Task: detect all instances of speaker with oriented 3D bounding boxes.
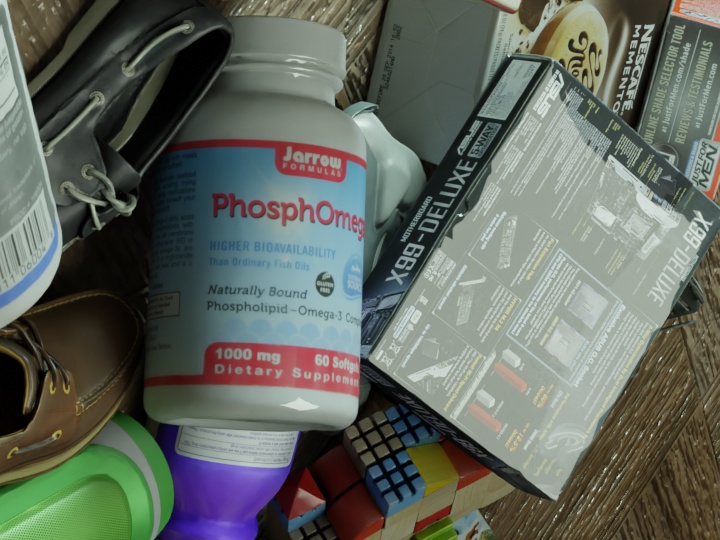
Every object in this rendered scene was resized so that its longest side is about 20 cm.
[{"bbox_3d":[-0.183,0.137,1.120,0.200,0.088,0.089,-29,132,-46],"label":"speaker"}]

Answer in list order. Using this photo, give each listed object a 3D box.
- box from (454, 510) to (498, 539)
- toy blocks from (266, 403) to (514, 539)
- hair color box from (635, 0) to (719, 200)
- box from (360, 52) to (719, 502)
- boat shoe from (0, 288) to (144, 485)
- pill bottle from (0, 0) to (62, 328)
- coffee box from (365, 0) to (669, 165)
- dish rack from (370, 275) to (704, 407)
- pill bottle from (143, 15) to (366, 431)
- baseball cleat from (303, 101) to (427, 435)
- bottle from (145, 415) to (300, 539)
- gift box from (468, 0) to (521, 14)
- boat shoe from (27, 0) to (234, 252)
[{"bbox_3d":[0.030,0.208,1.539,0.137,0.038,0.200,-57,148,-16],"label":"box"},{"bbox_3d":[0.022,0.123,1.358,0.200,0.100,0.137,-27,161,-13],"label":"toy blocks"},{"bbox_3d":[0.222,-0.122,1.522,0.200,0.064,0.111,-50,155,-73],"label":"hair color box"},{"bbox_3d":[0.097,0.004,1.286,0.158,0.050,0.200,37,79,-29],"label":"box"},{"bbox_3d":[-0.165,0.059,1.082,0.200,0.072,0.068,-34,168,-48],"label":"boat shoe"},{"bbox_3d":[-0.194,-0.074,0.936,0.114,0.114,0.200,-43,141,-34],"label":"pill bottle"},{"bbox_3d":[0.097,-0.130,1.381,0.200,0.080,0.113,-12,120,-54],"label":"coffee box"},{"bbox_3d":[0.112,0.040,1.428,0.153,0.200,0.055,36,42,-58],"label":"dish rack"},{"bbox_3d":[-0.051,-0.022,1.156,0.109,0.108,0.201,14,76,-59],"label":"pill bottle"},{"bbox_3d":[0.000,0.000,1.320,0.106,0.070,0.200,-30,134,-35],"label":"baseball cleat"},{"bbox_3d":[-0.076,0.090,1.260,0.083,0.065,0.201,9,104,-24],"label":"bottle"},{"bbox_3d":[0.012,-0.244,1.073,0.184,0.186,0.201,3,108,-58],"label":"gift box"},{"bbox_3d":[-0.132,-0.054,1.093,0.200,0.063,0.073,-57,150,-15],"label":"boat shoe"}]
